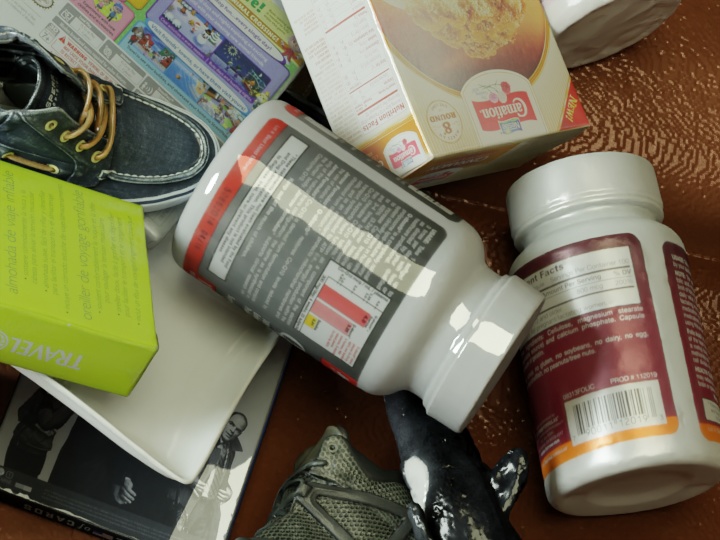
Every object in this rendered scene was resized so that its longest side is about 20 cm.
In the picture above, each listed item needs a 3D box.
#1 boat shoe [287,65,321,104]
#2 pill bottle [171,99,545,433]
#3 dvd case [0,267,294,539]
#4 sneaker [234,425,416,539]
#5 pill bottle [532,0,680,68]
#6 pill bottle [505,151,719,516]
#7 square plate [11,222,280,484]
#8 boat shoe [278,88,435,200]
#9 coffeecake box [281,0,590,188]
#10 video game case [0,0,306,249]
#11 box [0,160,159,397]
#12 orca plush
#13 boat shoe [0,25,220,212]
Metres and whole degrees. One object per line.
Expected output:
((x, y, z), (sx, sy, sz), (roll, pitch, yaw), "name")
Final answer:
((-0.024, -0.199, 1.566), (0.076, 0.072, 0.202), (16, 72, -23), "boat shoe")
((0.000, 0.000, 1.402), (0.199, 0.116, 0.116), (34, 65, 7), "pill bottle")
((-0.125, 0.066, 1.450), (0.149, 0.025, 0.201), (21, 64, -4), "dvd case")
((-0.047, 0.158, 1.398), (0.198, 0.076, 0.115), (-9, 66, -26), "sneaker")
((0.124, -0.244, 1.586), (0.111, 0.112, 0.201), (-18, 74, -19), "pill bottle")
((0.151, 0.038, 1.476), (0.113, 0.114, 0.202), (-3, 69, -14), "pill bottle")
((-0.150, 0.019, 1.384), (0.198, 0.028, 0.200), (36, 32, -4), "square plate")
((-0.011, -0.048, 1.504), (0.201, 0.063, 0.074), (32, 62, 0), "boat shoe")
((0.036, -0.157, 1.497), (0.153, 0.073, 0.201), (-14, 80, -45), "coffeecake box")
((-0.145, -0.143, 1.443), (0.200, 0.022, 0.182), (42, 62, -8), "video game case")
((-0.209, -0.011, 1.295), (0.199, 0.048, 0.122), (18, 37, -25), "box")
((0.073, 0.125, 1.426), (0.071, 0.105, 0.201), (-31, 42, 15), "orca plush")
((-0.162, -0.083, 1.351), (0.199, 0.091, 0.071), (9, 72, -22), "boat shoe")
